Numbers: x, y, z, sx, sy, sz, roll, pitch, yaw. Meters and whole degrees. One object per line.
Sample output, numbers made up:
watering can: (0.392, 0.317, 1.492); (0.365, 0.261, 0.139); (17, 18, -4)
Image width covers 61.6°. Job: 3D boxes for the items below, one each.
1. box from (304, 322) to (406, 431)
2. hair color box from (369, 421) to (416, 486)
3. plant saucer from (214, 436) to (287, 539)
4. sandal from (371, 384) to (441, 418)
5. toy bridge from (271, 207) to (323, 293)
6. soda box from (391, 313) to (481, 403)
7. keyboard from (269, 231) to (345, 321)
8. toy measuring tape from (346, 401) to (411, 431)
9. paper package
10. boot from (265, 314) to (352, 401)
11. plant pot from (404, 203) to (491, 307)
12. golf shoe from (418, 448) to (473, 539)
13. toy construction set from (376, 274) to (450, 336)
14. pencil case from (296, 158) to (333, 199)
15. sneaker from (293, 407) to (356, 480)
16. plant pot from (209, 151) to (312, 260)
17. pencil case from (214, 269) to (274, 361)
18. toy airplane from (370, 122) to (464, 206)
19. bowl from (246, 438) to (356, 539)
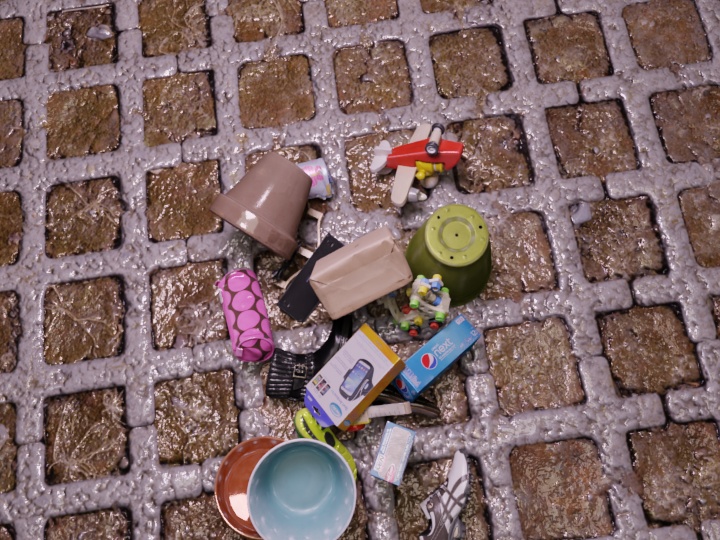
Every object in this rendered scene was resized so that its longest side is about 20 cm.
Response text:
box: (-0.018, 0.215, 1.185); (0.200, 0.041, 0.119); (-47, 51, -1)
hair color box: (0.062, 0.350, 1.157); (0.060, 0.200, 0.101); (18, 76, 8)
plant saucer: (-0.190, 0.432, 1.200); (0.197, 0.033, 0.203); (8, 51, -10)
sandal: (0.068, 0.276, 1.254); (0.197, 0.082, 0.055); (19, 97, 1)
toy bridge: (-0.130, -0.040, 1.367); (0.066, 0.027, 0.202); (24, 78, 8)
soda box: (0.155, 0.179, 1.238); (0.199, 0.068, 0.064); (-35, 71, -28)
keyboard: (-0.120, 0.003, 1.338); (0.127, 0.021, 0.201); (38, 82, -13)
toy measuring tape: (0.018, 0.279, 1.200); (0.197, 0.073, 0.075); (-14, 72, 25)
paper package: (0.000, 0.000, 1.239); (0.188, 0.200, 0.105); (-26, 99, 4)
boot: (-0.108, 0.180, 1.277); (0.155, 0.080, 0.215); (14, 76, 7)
plant pot: (0.191, -0.044, 1.267); (0.196, 0.193, 0.204); (-1, 74, 3)
golf shoe: (0.167, 0.449, 1.189); (0.093, 0.078, 0.203); (11, 74, 6)
toy construction set: (0.108, 0.070, 1.260); (0.131, 0.199, 0.093); (37, 65, -28)
pencil case: (-0.161, -0.193, 1.385); (0.196, 0.083, 0.092); (-13, 116, -2)
sneaker: (-0.072, 0.368, 1.229); (0.073, 0.083, 0.202); (-29, 92, -24)
plant pot: (-0.190, -0.146, 1.267); (0.199, 0.200, 0.176); (32, 87, 11)
pencil case: (-0.246, 0.096, 1.276); (0.092, 0.091, 0.202); (4, 44, -32)
toy airplane: (0.123, -0.240, 1.370); (0.199, 0.142, 0.200); (-39, 38, 1)
bowl: (-0.109, 0.405, 1.126); (0.197, 0.105, 0.205); (0, 88, -6)
